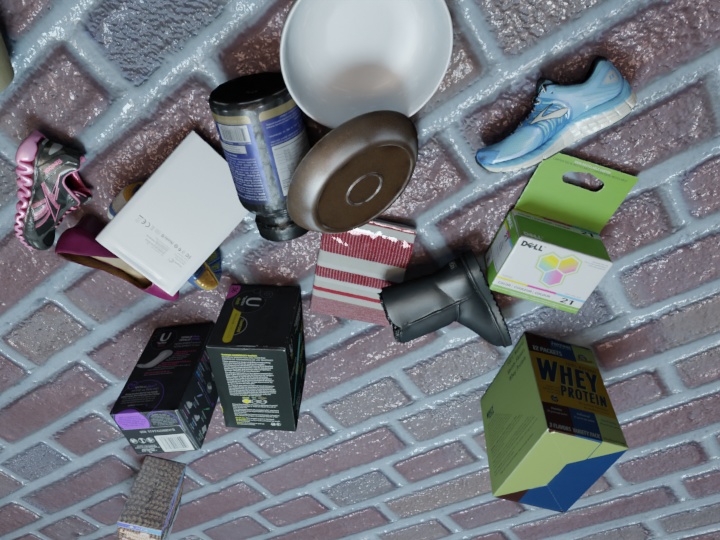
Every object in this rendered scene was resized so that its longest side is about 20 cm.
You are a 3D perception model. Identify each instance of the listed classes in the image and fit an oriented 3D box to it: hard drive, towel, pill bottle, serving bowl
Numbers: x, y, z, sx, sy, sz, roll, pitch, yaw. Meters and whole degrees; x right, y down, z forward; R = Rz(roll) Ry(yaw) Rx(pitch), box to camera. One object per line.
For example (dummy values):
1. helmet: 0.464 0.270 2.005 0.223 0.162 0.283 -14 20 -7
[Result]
1. hard drive: -0.254 -0.079 0.762 0.200 0.027 0.132 -47 115 1
2. towel: 0.000 0.000 0.859 0.143 0.023 0.201 12 126 -3
3. pill bottle: -0.119 -0.144 0.704 0.111 0.112 0.201 -4 127 8
4. serving bowl: 0.003 -0.263 0.618 0.198 0.066 0.201 -8 140 -7

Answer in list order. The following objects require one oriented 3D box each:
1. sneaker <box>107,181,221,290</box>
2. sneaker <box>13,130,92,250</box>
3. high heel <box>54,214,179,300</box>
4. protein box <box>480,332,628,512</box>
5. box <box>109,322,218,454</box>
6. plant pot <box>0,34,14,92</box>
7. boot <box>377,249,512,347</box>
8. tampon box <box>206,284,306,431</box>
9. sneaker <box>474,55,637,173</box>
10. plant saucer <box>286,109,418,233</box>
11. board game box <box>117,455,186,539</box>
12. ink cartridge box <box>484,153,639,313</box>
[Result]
1. sneaker: -0.301 -0.045 0.830 0.088 0.076 0.201 -19 118 34
2. sneaker: -0.454 -0.104 0.795 0.095 0.079 0.201 13 129 -19
3. high heel: -0.383 0.005 0.848 0.067 0.097 0.200 -37 116 28
4. protein box: 0.314 0.259 0.912 0.134 0.201 0.200 15 127 -6
5. box: -0.319 0.199 0.923 0.121 0.201 0.107 -6 127 9
6. plant pot: -0.505 -0.290 0.602 0.185 0.189 0.201 -7 140 10
7. boot: 0.136 0.073 0.852 0.167 0.077 0.201 -25 125 13
8. tampon box: -0.166 0.148 0.903 0.125 0.150 0.201 2 127 2
9. sneaker: 0.232 -0.195 0.674 0.199 0.078 0.090 -28 102 19
10. plant saucer: -0.001 -0.114 0.690 0.199 0.032 0.201 -28 154 -15
11. board game box: -0.484 0.564 1.238 0.096 0.160 0.201 15 126 -7
12. ink cartridge box: 0.286 -0.050 0.759 0.146 0.076 0.201 15 130 -7
